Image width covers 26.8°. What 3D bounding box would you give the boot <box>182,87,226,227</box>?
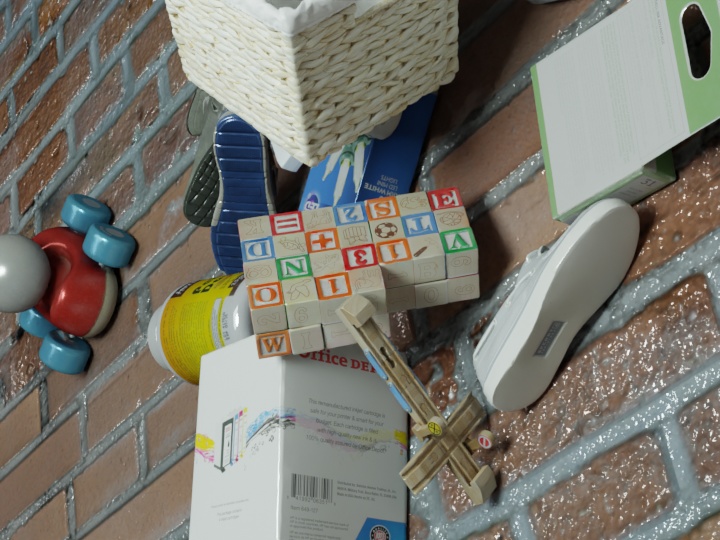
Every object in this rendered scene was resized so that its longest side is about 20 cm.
[{"bbox_3d":[-0.160,-0.149,1.697,0.130,0.067,0.202,19,86,59],"label":"boot"}]

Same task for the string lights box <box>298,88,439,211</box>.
[{"bbox_3d":[0.005,-0.108,1.449,0.102,0.058,0.202,18,92,57],"label":"string lights box"}]

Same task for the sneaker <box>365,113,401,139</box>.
[{"bbox_3d":[-0.054,-0.179,1.395,0.199,0.081,0.076,26,112,37],"label":"sneaker"}]

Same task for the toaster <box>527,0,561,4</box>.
[{"bbox_3d":[0.164,-0.302,1.248,0.199,0.128,0.115,-11,69,51],"label":"toaster"}]

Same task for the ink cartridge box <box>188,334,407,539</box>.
[{"bbox_3d":[-0.055,0.171,1.358,0.144,0.146,0.203,-20,62,49],"label":"ink cartridge box"}]

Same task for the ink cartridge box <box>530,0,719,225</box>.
[{"bbox_3d":[0.221,-0.139,1.181,0.199,0.048,0.147,-31,54,44],"label":"ink cartridge box"}]

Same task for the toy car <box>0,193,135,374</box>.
[{"bbox_3d":[-0.411,0.000,1.854,0.177,0.198,0.186,44,112,51],"label":"toy car"}]

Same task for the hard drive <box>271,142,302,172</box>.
[{"bbox_3d":[-0.033,-0.212,1.471,0.200,0.026,0.133,-52,40,31],"label":"hard drive"}]

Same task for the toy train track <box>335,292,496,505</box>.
[{"bbox_3d":[0.052,0.102,1.228,0.032,0.201,0.115,-28,11,48],"label":"toy train track"}]

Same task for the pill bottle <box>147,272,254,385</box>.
[{"bbox_3d":[-0.135,0.060,1.537,0.199,0.108,0.111,-10,70,51],"label":"pill bottle"}]

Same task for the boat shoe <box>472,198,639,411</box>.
[{"bbox_3d":[0.151,0.018,1.211,0.069,0.071,0.201,56,131,46],"label":"boat shoe"}]

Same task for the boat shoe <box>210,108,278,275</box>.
[{"bbox_3d":[-0.113,-0.083,1.571,0.073,0.071,0.202,-73,-10,-58],"label":"boat shoe"}]

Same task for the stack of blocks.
[{"bbox_3d":[0.000,0.000,1.294,0.116,0.197,0.059,-104,6,-47],"label":"stack of blocks"}]

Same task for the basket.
[{"bbox_3d":[-0.044,-0.228,1.278,0.199,0.197,0.162,37,147,34],"label":"basket"}]
